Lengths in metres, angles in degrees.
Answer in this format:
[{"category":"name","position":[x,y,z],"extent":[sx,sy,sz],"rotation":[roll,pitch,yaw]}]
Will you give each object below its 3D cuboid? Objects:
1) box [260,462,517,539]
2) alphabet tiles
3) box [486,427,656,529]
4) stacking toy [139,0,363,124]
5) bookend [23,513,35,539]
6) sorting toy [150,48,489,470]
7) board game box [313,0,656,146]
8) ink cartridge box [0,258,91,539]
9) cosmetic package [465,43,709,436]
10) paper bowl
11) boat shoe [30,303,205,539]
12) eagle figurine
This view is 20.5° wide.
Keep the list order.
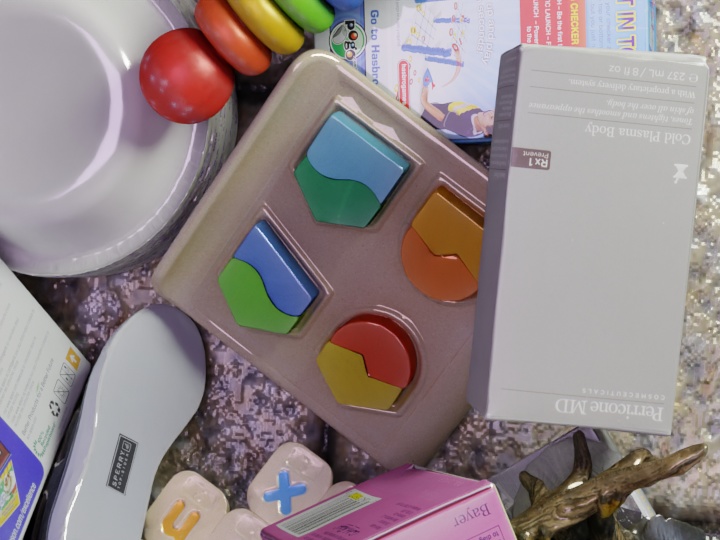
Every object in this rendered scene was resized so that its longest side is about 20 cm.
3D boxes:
[{"category":"box","position":[0.040,0.212,1.021],"extent":[0.096,0.176,0.201],"rotation":[-23,93,-12]},{"category":"alphabet tiles","position":[-0.053,0.207,1.138],"extent":[0.200,0.015,0.196],"rotation":[34,80,14]},{"category":"box","position":[0.092,0.201,1.155],"extent":[0.200,0.048,0.159],"rotation":[-31,84,12]},{"category":"stacking toy","position":[-0.044,-0.157,1.106],"extent":[0.200,0.085,0.085],"rotation":[-40,81,8]},{"category":"bookend","position":[-0.290,0.112,1.143],"extent":[0.092,0.199,0.201],"rotation":[-23,70,26]},{"category":"sorting toy","position":[0.000,0.000,1.148],"extent":[0.200,0.036,0.185],"rotation":[36,111,0]},{"category":"board game box","position":[0.072,-0.172,1.155],"extent":[0.195,0.056,0.201],"rotation":[-1,90,14]},{"category":"ink cartridge box","position":[-0.246,0.054,1.114],"extent":[0.043,0.198,0.200],"rotation":[-20,122,26]},{"category":"cosmetic package","position":[0.120,-0.016,1.066],"extent":[0.106,0.090,0.201],"rotation":[3,90,-4]},{"category":"paper bowl","position":[-0.182,-0.095,1.194],"extent":[0.200,0.104,0.202],"rotation":[0,91,13]},{"category":"boat shoe","position":[-0.149,0.106,1.169],"extent":[0.069,0.200,0.057],"rotation":[37,138,-22]},{"category":"eagle figurine","position":[0.144,0.197,1.070],"extent":[0.151,0.151,0.200],"rotation":[-1,126,51]}]
